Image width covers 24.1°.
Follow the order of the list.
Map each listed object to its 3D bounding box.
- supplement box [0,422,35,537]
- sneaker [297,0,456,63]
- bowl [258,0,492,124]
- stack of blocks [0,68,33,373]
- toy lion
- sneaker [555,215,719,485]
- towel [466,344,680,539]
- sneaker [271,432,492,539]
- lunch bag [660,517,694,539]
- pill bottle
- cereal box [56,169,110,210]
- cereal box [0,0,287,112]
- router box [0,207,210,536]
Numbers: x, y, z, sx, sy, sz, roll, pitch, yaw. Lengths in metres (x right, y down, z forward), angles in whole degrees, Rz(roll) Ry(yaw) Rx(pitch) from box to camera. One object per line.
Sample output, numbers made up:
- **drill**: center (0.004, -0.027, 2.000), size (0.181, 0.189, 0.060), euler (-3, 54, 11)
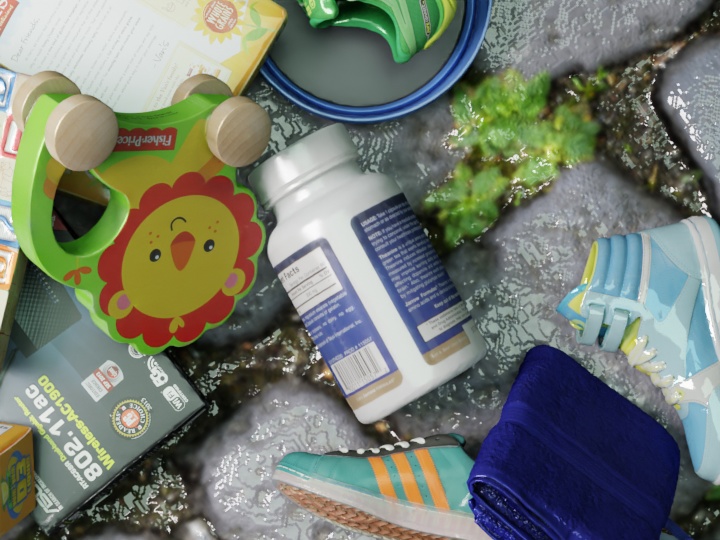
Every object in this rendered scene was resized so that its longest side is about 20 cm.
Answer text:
- **supplement box**: center (-0.330, 0.138, 1.188), size (0.198, 0.069, 0.067), euler (7, 106, 18)
- **sneaker**: center (-0.025, -0.224, 1.225), size (0.199, 0.074, 0.084), euler (33, 81, -1)
- **bowl**: center (0.000, -0.210, 1.282), size (0.198, 0.039, 0.203), euler (0, 85, -4)
- **stack of blocks**: center (-0.279, -0.039, 1.138), size (0.114, 0.059, 0.202), euler (12, 86, -4)
- **toy lion**: center (-0.148, -0.034, 1.151), size (0.198, 0.068, 0.194), euler (-4, 115, -40)
- **sneaker**: center (0.214, 0.064, 1.256), size (0.129, 0.080, 0.202), euler (-5, 76, -5)
- **towel**: center (0.153, 0.147, 1.199), size (0.147, 0.200, 0.050), euler (37, 122, -1)
- **sneaker**: center (0.036, 0.156, 1.248), size (0.198, 0.072, 0.081), euler (14, 67, 3)
- **lunch bag**: center (0.188, 0.307, 1.216), size (0.168, 0.124, 0.202), euler (-15, 99, -4)
- **pill bottle**: center (0.000, 0.000, 1.230), size (0.110, 0.111, 0.201), euler (-29, 88, -5)
- **cereal box**: center (-0.200, -0.155, 1.266), size (0.142, 0.040, 0.202), euler (19, 84, -3)
- **cereal box**: center (-0.172, -0.177, 1.221), size (0.199, 0.040, 0.145), euler (32, 86, -2)
- **router box**: center (-0.229, 0.069, 1.236), size (0.150, 0.062, 0.201), euler (-39, 89, -4)
